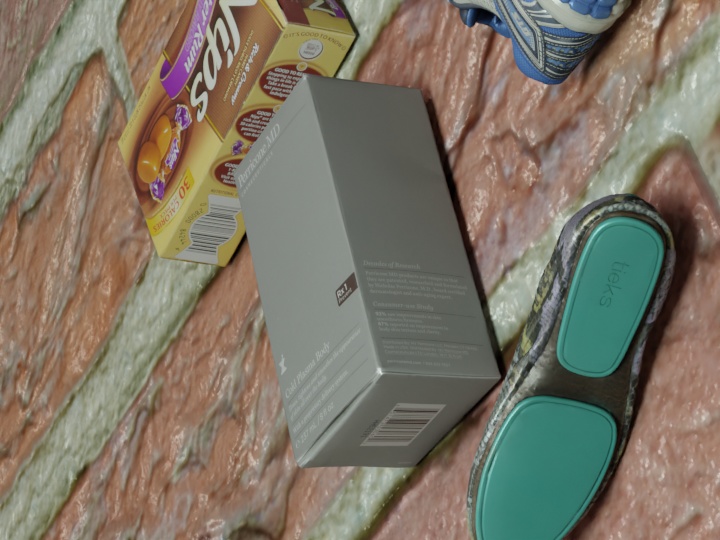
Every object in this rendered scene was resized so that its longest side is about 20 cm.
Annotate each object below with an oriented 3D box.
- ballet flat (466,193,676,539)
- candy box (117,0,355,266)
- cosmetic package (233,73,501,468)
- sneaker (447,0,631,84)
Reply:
[{"bbox_3d":[0.106,0.051,1.173,0.072,0.072,0.201,46,122,52],"label":"ballet flat"},{"bbox_3d":[-0.083,-0.115,1.509,0.201,0.056,0.117,-59,38,35],"label":"candy box"},{"bbox_3d":[0.000,0.000,1.322,0.107,0.090,0.201,-51,46,44],"label":"cosmetic package"},{"bbox_3d":[0.070,-0.173,1.257,0.086,0.077,0.200,-65,35,33],"label":"sneaker"}]
